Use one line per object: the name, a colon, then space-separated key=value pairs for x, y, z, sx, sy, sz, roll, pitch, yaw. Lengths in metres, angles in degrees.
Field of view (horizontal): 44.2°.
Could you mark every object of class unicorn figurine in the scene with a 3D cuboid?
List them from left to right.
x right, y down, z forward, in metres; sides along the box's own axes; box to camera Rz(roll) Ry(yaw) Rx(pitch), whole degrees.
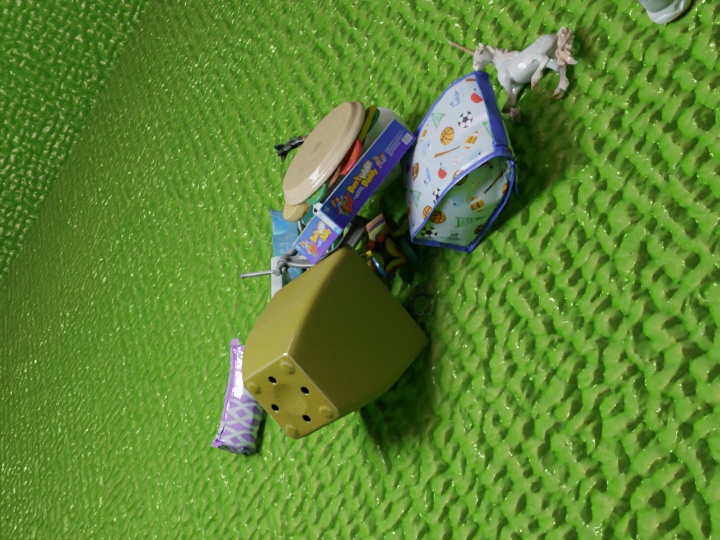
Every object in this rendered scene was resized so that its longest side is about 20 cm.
unicorn figurine: x=0.231 y=-0.292 z=1.292 sx=0.198 sy=0.074 sz=0.139 roll=-14 pitch=59 yaw=32

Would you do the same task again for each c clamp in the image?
c clamp: x=-0.079 y=-0.045 z=1.440 sx=0.168 sy=0.027 sz=0.200 roll=0 pitch=29 yaw=28

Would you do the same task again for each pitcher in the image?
pitcher: x=-0.016 y=-0.177 z=1.490 sx=0.200 sy=0.121 sz=0.171 roll=-49 pitch=31 yaw=-10

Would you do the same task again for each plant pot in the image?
plant pot: x=-0.058 y=0.122 z=1.274 sx=0.193 sy=0.196 sz=0.200 roll=-33 pitch=11 yaw=40

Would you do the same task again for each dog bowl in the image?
dog bowl: x=-0.134 y=-0.036 z=1.616 sx=0.201 sy=0.049 sz=0.113 roll=-104 pitch=10 yaw=-58

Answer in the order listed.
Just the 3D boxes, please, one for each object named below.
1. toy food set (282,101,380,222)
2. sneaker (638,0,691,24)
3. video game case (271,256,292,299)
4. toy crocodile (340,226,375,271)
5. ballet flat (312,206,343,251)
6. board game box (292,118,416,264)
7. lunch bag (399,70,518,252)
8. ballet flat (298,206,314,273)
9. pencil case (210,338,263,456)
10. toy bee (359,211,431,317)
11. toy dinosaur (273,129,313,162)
toy food set: x=-0.051 y=-0.175 z=1.366 sx=0.197 sy=0.048 sz=0.202 roll=-26 pitch=35 yaw=52
sneaker: x=0.380 y=-0.421 z=1.122 sx=0.075 sy=0.091 sz=0.203 roll=-14 pitch=60 yaw=50
video game case: x=-0.115 y=0.110 z=1.476 sx=0.023 sy=0.183 sz=0.203 roll=-9 pitch=55 yaw=6
toy crocodile: x=0.000 y=0.000 z=1.456 sx=0.202 sy=0.061 sz=0.068 roll=-102 pitch=11 yaw=-47
ballet flat: x=-0.055 y=-0.090 z=1.568 sx=0.072 sy=0.071 sz=0.203 roll=-26 pitch=47 yaw=45
board game box: x=-0.010 y=-0.115 z=1.300 sx=0.201 sy=0.045 sz=0.134 roll=-53 pitch=4 yaw=-30
lunch bag: x=0.148 y=-0.154 z=1.257 sx=0.201 sy=0.122 sz=0.172 roll=119 pitch=150 yaw=-46
ballet flat: x=-0.087 y=-0.062 z=1.616 sx=0.069 sy=0.069 sz=0.203 roll=-33 pitch=48 yaw=40
pencil case: x=-0.218 y=0.234 z=1.609 sx=0.083 sy=0.085 sz=0.203 roll=-17 pitch=58 yaw=47
toy bee: x=0.048 y=-0.038 z=1.359 sx=0.131 sy=0.109 sz=0.200 roll=-48 pitch=38 yaw=-4
toy dinosaur: x=-0.079 y=-0.223 z=1.677 sx=0.134 sy=0.103 sz=0.200 roll=-28 pitch=6 yaw=6
